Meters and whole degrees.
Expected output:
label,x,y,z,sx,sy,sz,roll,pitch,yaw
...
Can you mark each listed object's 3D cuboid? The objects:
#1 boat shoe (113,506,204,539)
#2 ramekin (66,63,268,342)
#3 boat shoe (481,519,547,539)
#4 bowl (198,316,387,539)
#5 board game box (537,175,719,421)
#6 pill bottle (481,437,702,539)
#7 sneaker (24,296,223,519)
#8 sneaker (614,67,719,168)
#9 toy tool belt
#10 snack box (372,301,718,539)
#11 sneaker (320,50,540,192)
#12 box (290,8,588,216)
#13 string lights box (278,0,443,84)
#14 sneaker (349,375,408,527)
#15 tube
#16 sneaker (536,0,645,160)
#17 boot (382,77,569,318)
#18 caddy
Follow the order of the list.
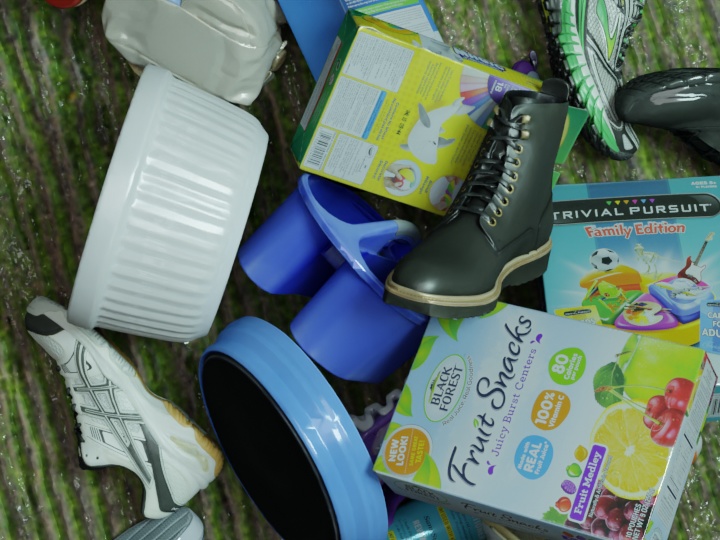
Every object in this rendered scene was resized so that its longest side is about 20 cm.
label,x,y,z,sx,sy,sz,roll,pitch,yaw
boat shoe,-0.194,0.270,1.290,0.199,0.074,0.067,-39,117,-2
ramekin,-0.141,-0.042,1.228,0.104,0.200,0.203,18,89,-7
boat shoe,0.096,0.144,1.165,0.073,0.063,0.201,-37,60,1
bowl,-0.055,0.131,1.215,0.039,0.200,0.202,-30,88,-24
board game box,0.209,0.020,1.228,0.149,0.047,0.202,-3,50,2
pill bottle,0.159,0.176,1.232,0.109,0.110,0.201,38,76,2
sneaker,-0.201,0.109,1.279,0.200,0.076,0.088,45,87,3
sneaker,0.285,-0.109,1.253,0.197,0.076,0.092,1,98,-18
toy tool belt,-0.143,-0.213,1.282,0.198,0.123,0.126,25,126,7
snack box,0.124,0.104,1.114,0.198,0.053,0.144,13,69,29
sneaker,0.053,-0.118,1.289,0.197,0.074,0.089,-9,78,-9
box,0.061,-0.104,1.211,0.198,0.048,0.118,18,111,-20
string lights box,-0.018,-0.233,1.265,0.059,0.102,0.202,-27,87,40
sneaker,0.057,0.124,1.259,0.199,0.080,0.089,-38,56,5
tube,0.086,0.192,1.289,0.198,0.050,0.078,-22,98,-7
sneaker,0.187,-0.185,1.275,0.084,0.078,0.203,-12,88,1
boot,0.082,-0.054,1.132,0.077,0.200,0.140,18,112,21
caddy,0.000,0.000,1.221,0.105,0.200,0.142,-41,73,11
